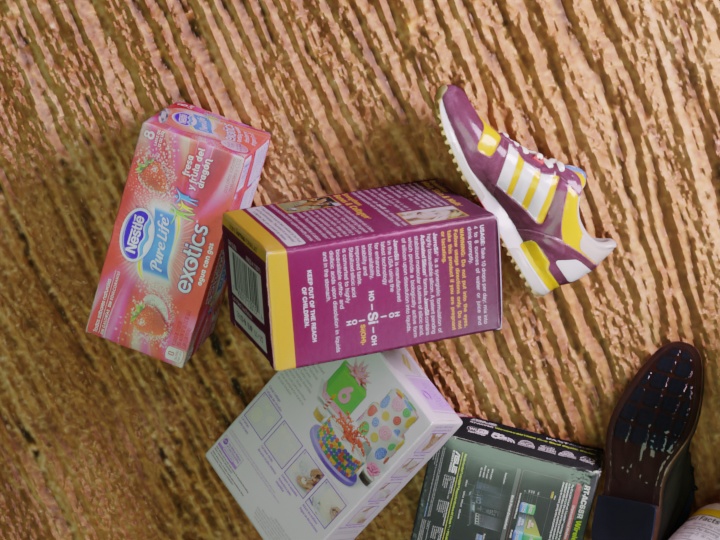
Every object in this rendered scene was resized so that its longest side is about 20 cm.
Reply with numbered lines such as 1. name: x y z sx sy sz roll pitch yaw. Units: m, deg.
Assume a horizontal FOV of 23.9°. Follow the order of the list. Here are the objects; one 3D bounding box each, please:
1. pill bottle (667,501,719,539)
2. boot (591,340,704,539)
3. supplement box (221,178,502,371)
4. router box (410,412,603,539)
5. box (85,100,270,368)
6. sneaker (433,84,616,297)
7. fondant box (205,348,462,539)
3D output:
1. pill bottle: 0.294 0.267 1.411 0.114 0.200 0.115 38 150 27
2. boot: 0.255 0.164 1.471 0.074 0.097 0.201 17 81 25
3. supplement box: 0.000 0.000 1.392 0.199 0.131 0.104 -10 109 -17
4. router box: 0.122 0.238 1.513 0.149 0.062 0.201 14 108 8
5. box: -0.157 -0.033 1.472 0.094 0.103 0.201 20 110 5
6. sneaker: 0.136 -0.081 1.421 0.090 0.075 0.200 -29 104 9
7. fondant box: -0.026 0.148 1.488 0.200 0.058 0.144 -49 62 20
